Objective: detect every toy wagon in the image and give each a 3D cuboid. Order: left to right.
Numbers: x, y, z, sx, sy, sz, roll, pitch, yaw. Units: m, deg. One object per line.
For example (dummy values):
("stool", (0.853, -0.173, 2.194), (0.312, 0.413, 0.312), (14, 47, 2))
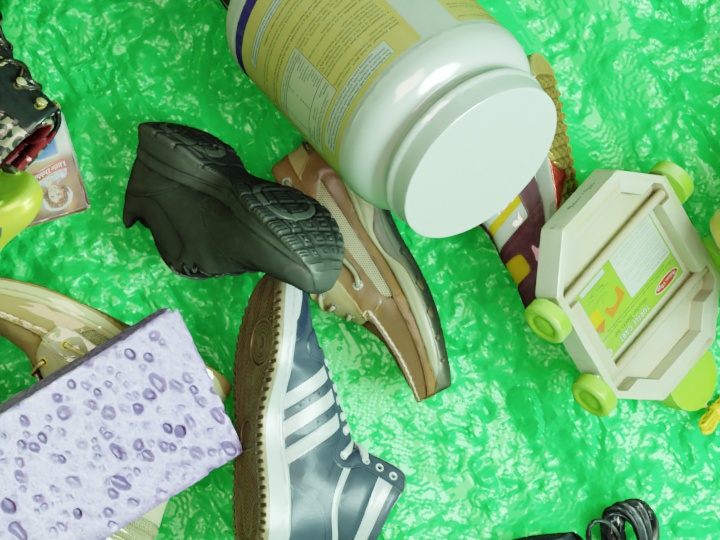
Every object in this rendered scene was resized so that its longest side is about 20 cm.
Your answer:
("toy wagon", (0.193, 0.029, 1.701), (0.155, 0.040, 0.200), (-46, 120, -25))

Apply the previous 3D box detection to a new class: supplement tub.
("supplement tub", (0.020, -0.131, 1.637), (0.145, 0.145, 0.200), (-42, 59, 0))

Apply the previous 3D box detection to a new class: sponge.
("sponge", (-0.182, 0.120, 1.640), (0.200, 0.030, 0.112), (-31, 104, -26))

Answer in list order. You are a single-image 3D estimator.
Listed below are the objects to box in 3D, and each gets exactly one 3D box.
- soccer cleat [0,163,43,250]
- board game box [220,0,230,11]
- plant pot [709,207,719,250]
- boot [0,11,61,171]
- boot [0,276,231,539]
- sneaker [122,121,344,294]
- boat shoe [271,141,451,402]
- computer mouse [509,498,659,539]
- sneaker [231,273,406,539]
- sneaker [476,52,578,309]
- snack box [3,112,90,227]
("soccer cleat", (-0.281, -0.008, 1.674), (0.200, 0.065, 0.084), (-25, 116, 27))
("board game box", (-0.027, -0.257, 1.703), (0.200, 0.028, 0.135), (-40, 124, 0))
("plant pot", (0.346, -0.043, 1.663), (0.189, 0.201, 0.201), (-42, 90, 16))
("boot", (-0.248, -0.163, 1.700), (0.154, 0.073, 0.204), (43, 97, 13))
("boot", (-0.207, 0.103, 1.702), (0.200, 0.073, 0.156), (25, 76, -6))
("sneaker", (-0.088, -0.026, 1.687), (0.200, 0.076, 0.091), (36, 111, 40))
("boat shoe", (0.000, 0.000, 1.719), (0.074, 0.076, 0.200), (-24, 82, 5))
("computer mouse", (0.112, 0.236, 1.729), (0.200, 0.053, 0.139), (-7, 91, -11))
("sneaker", (-0.027, 0.101, 1.706), (0.108, 0.070, 0.200), (6, 83, -25))
("sneaker", (0.101, -0.047, 1.721), (0.090, 0.075, 0.200), (-7, 94, 22))
("snack box", (-0.294, -0.048, 1.737), (0.200, 0.024, 0.072), (-17, 89, 0))
